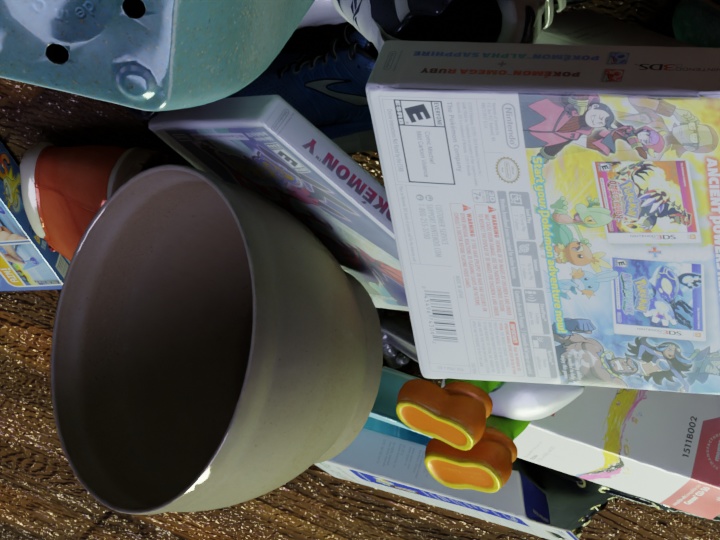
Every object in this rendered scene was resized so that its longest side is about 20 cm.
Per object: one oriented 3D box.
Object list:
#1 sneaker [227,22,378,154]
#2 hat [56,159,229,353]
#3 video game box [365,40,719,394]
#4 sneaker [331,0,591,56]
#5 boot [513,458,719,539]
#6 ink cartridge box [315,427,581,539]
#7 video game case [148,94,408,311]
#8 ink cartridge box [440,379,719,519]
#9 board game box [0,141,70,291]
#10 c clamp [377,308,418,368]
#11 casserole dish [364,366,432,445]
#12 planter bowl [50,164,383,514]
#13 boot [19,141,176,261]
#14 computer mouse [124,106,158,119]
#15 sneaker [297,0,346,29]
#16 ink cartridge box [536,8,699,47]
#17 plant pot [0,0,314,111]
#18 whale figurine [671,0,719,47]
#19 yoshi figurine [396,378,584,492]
[{"bbox_3d":[0.000,-0.117,1.575,0.199,0.079,0.090,6,124,23],"label":"sneaker"},{"bbox_3d":[-0.094,0.027,1.714,0.081,0.200,0.201,41,163,35],"label":"hat"},{"bbox_3d":[0.107,-0.025,1.363,0.181,0.047,0.201,5,133,18],"label":"video game box"},{"bbox_3d":[0.088,-0.140,1.396,0.198,0.130,0.080,-3,131,-15],"label":"sneaker"},{"bbox_3d":[0.185,0.145,1.888,0.202,0.074,0.154,22,149,-1],"label":"boot"},{"bbox_3d":[0.063,0.146,1.842,0.199,0.037,0.095,17,171,18],"label":"ink cartridge box"},{"bbox_3d":[-0.023,-0.036,1.567,0.182,0.023,0.200,40,167,-19],"label":"video game case"},{"bbox_3d":[0.158,0.071,1.737,0.199,0.117,0.068,17,158,-7],"label":"ink cartridge box"},{"bbox_3d":[-0.290,-0.056,1.791,0.134,0.035,0.200,-2,144,23],"label":"board game box"},{"bbox_3d":[0.000,0.000,1.723,0.171,0.027,0.201,33,156,47],"label":"c clamp"},{"bbox_3d":[-0.003,0.088,1.846,0.120,0.039,0.200,18,172,-6],"label":"casserole dish"},{"bbox_3d":[-0.073,0.047,1.583,0.134,0.202,0.200,10,155,-40],"label":"planter bowl"},{"bbox_3d":[-0.156,-0.016,1.782,0.107,0.075,0.201,9,145,24],"label":"boot"},{"bbox_3d":[-0.130,-0.143,1.524,0.139,0.053,0.200,47,170,-19],"label":"computer mouse"},{"bbox_3d":[-0.009,-0.157,1.504,0.199,0.073,0.085,-23,130,41],"label":"sneaker"},{"bbox_3d":[0.174,-0.044,1.465,0.199,0.085,0.146,22,114,26],"label":"ink cartridge box"},{"bbox_3d":[-0.120,-0.188,1.334,0.194,0.201,0.197,12,130,5],"label":"plant pot"},{"bbox_3d":[0.200,-0.059,1.542,0.158,0.104,0.201,18,137,11],"label":"whale figurine"},{"bbox_3d":[0.083,0.028,1.650,0.112,0.201,0.112,37,153,-11],"label":"yoshi figurine"}]
